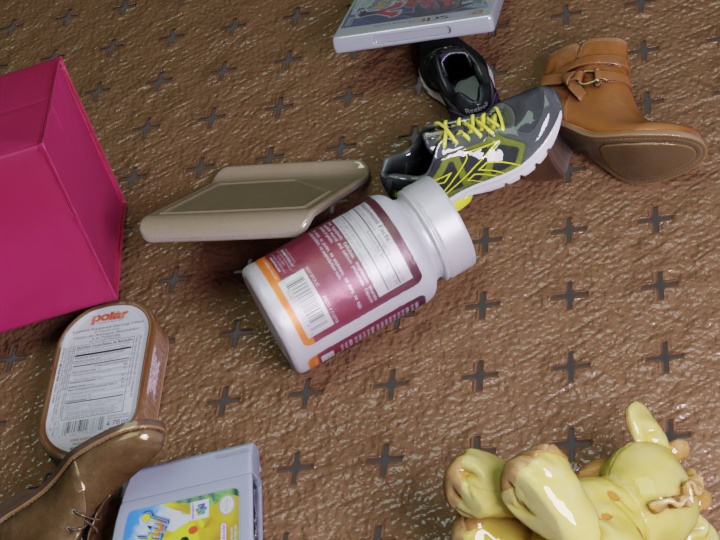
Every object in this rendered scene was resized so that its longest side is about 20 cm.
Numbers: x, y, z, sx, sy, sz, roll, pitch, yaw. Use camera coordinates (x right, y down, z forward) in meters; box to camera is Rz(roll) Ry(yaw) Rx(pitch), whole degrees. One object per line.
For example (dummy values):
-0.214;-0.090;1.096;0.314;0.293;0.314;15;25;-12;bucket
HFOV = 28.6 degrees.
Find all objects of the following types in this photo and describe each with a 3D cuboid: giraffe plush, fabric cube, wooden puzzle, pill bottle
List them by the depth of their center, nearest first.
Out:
0.184;0.184;1.070;0.199;0.174;0.162;12;31;42;giraffe plush
0.000;0.000;1.325;0.199;0.115;0.114;-29;45;-7;pill bottle
-0.103;-0.066;1.443;0.184;0.038;0.200;-2;20;20;wooden puzzle
-0.371;-0.071;1.454;0.198;0.197;0.201;-17;33;5;fabric cube

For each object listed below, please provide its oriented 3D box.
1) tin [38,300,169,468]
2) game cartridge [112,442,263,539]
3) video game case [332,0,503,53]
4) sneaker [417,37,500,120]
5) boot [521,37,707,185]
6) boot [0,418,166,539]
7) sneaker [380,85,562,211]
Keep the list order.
-0.248;0.111;1.371;0.111;0.042;0.201;-7;46;9;tin
-0.149;0.244;1.210;0.132;0.041;0.201;-17;45;11;game cartridge
0.075;-0.306;1.608;0.181;0.023;0.200;-5;29;16;video game case
0.106;-0.213;1.501;0.075;0.088;0.201;-23;44;-1;sneaker
0.254;-0.166;1.405;0.199;0.074;0.156;2;55;27;boot
-0.241;0.205;1.242;0.200;0.073;0.076;-38;54;16;boot
0.107;-0.118;1.380;0.200;0.085;0.075;-37;43;15;sneaker
